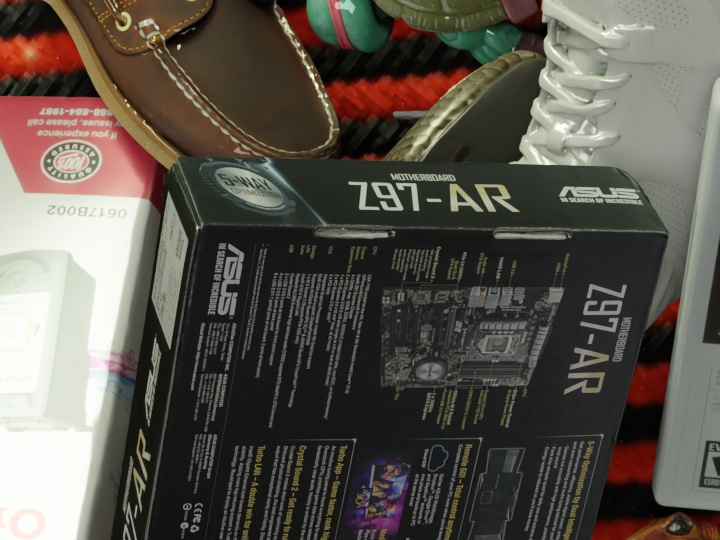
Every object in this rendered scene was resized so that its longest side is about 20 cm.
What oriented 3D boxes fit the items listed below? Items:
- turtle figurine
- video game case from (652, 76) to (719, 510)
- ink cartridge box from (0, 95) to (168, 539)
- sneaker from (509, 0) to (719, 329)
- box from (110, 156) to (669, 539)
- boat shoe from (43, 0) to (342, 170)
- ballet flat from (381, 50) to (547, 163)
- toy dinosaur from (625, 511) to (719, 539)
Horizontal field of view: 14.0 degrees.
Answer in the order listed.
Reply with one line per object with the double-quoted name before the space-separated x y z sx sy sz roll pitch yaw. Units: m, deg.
"turtle figurine" 0.053 -0.115 1.070 0.199 0.101 0.150 -19 90 9
"video game case" 0.210 0.018 1.015 0.199 0.023 0.182 5 129 1
"ink cartridge box" -0.145 0.038 1.082 0.147 0.086 0.201 2 58 11
"sneaker" 0.079 -0.047 0.995 0.116 0.200 0.074 -42 47 -17
"box" 0.003 0.060 0.977 0.159 0.044 0.201 0 122 -18
"boat shoe" -0.073 -0.104 1.075 0.200 0.070 0.070 47 133 25
"ballet flat" 0.000 0.000 1.047 0.200 0.067 0.046 -54 47 6
"toy dinosaur" 0.093 0.186 1.094 0.105 0.200 0.182 28 61 -8
